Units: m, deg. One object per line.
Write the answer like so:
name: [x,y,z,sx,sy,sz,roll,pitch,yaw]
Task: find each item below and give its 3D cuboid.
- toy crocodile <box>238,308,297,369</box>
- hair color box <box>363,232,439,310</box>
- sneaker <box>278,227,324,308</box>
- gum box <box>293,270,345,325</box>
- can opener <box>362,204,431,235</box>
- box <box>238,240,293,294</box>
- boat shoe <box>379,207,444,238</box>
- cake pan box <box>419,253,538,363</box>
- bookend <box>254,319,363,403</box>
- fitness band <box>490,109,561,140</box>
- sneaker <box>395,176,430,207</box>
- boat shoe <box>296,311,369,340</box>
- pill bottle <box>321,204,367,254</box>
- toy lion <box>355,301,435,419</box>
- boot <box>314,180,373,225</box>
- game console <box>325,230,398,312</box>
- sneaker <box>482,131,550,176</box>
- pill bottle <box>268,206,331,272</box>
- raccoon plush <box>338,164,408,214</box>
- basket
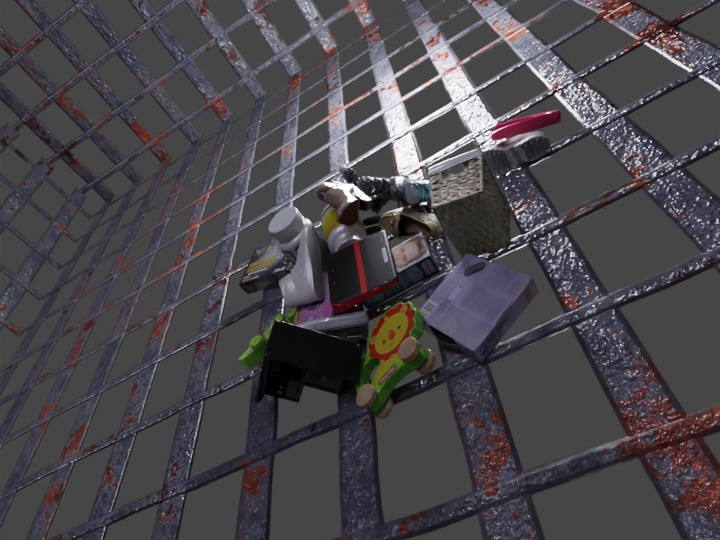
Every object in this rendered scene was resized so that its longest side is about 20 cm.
toy crocodile: [-0.229,0.172,1.331,0.200,0.068,0.062,-44,30,-12]
hair color box: [0.082,0.001,1.245,0.198,0.061,0.101,-29,36,12]
sneaker: [-0.158,-0.006,1.304,0.114,0.073,0.204,-20,59,24]
gum box: [-0.099,0.100,1.292,0.112,0.066,0.202,-23,38,19]
can opener: [0.102,-0.139,1.408,0.197,0.054,0.067,-9,12,36]
box: [-0.265,-0.021,1.593,0.197,0.049,0.160,-15,42,30]
boat shoe: [0.119,-0.117,1.313,0.197,0.075,0.062,5,18,42]
cake pan box: [0.227,0.071,1.046,0.200,0.053,0.183,-48,34,-13]
bookend: [-0.116,0.224,1.126,0.202,0.195,0.093,113,172,-47]
fitness band: [0.417,-0.369,1.309,0.198,0.038,0.142,-24,15,-33]
sneaker: [0.150,-0.210,1.343,0.085,0.079,0.199,-3,11,26]
boat shoe: [-0.072,0.143,1.155,0.196,0.073,0.072,-9,2,-7]
pill bottle: [-0.042,-0.100,1.424,0.111,0.113,0.201,-32,35,9]
toy lion: [0.059,0.166,1.053,0.201,0.068,0.192,-49,27,10]
boot: [-0.061,-0.186,1.381,0.144,0.071,0.199,25,27,19]
game console: [0.000,0.000,1.247,0.174,0.031,0.202,-24,39,10]
sneaker: [0.380,-0.297,1.316,0.196,0.076,0.082,-12,26,25]
pill bottle: [-0.156,-0.068,1.414,0.112,0.201,0.115,-23,37,19]
raccoon plush: [0.049,-0.263,1.478,0.134,0.201,0.097,-41,3,-7]
basket: [0.242,-0.137,1.138,0.133,0.200,0.125,-16,45,28]
